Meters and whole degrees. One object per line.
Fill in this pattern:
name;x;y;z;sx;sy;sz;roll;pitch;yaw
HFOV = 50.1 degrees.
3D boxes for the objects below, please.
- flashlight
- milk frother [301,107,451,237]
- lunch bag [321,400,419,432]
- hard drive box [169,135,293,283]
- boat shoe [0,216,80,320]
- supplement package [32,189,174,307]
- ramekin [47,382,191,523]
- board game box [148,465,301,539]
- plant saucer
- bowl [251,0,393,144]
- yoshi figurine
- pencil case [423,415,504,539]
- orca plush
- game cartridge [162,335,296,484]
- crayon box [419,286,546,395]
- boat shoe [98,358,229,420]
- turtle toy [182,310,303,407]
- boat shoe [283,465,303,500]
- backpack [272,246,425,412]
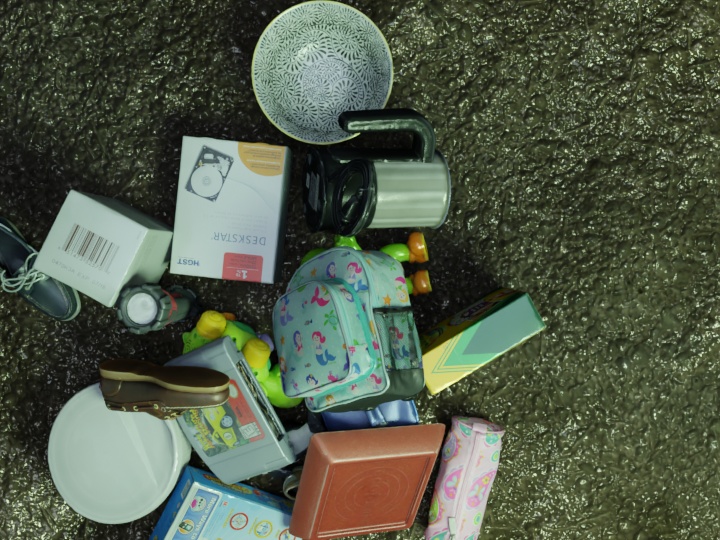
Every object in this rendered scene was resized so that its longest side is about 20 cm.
flashlight;-0.278;0.047;1.078;0.068;0.200;0.068;-17;92;1
milk frother;0.036;-0.103;1.039;0.187;0.181;0.200;-3;49;-18
lunch bag;0.001;0.175;1.113;0.135;0.132;0.201;-23;91;1
hard drive box;-0.188;-0.088;1.137;0.155;0.077;0.201;5;92;1
boat shoe;-0.500;-0.004;1.148;0.075;0.062;0.200;-38;91;-1
supplement package;-0.344;-0.030;1.077;0.117;0.200;0.118;27;91;0
ramekin;-0.340;0.258;1.123;0.202;0.094;0.203;-1;86;12
board game box;-0.205;0.411;1.122;0.195;0.056;0.200;28;91;-25
plant saucer;0.013;0.304;1.076;0.199;0.037;0.200;0;123;-22
bowl;-0.053;-0.278;1.122;0.200;0.094;0.202;0;91;1
yoshi figurine;-0.002;0.001;1.106;0.199;0.113;0.112;-9;120;9
pencil case;0.152;0.318;1.140;0.087;0.087;0.201;15;91;0
orca plush;-0.120;0.236;1.133;0.105;0.071;0.200;34;128;-12
game cartridge;-0.190;0.200;1.075;0.133;0.041;0.200;-24;99;27
crayon box;0.151;0.091;1.076;0.172;0.200;0.058;-30;90;1
boat shoe;-0.260;0.164;1.029;0.199;0.070;0.071;4;102;25
turtle toy;-0.172;0.141;1.126;0.200;0.101;0.146;31;114;4
boat shoe;-0.015;0.330;1.145;0.199;0.076;0.072;-3;91;0
backpack;-0.021;0.071;0.979;0.150;0.177;0.201;11;66;-41
